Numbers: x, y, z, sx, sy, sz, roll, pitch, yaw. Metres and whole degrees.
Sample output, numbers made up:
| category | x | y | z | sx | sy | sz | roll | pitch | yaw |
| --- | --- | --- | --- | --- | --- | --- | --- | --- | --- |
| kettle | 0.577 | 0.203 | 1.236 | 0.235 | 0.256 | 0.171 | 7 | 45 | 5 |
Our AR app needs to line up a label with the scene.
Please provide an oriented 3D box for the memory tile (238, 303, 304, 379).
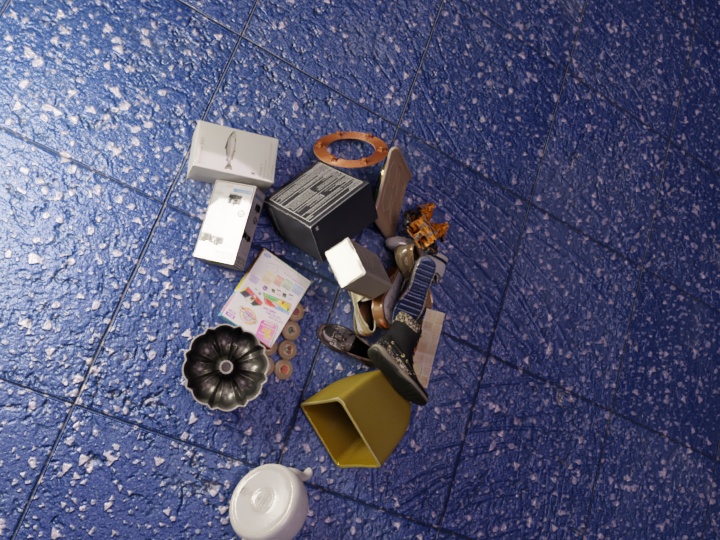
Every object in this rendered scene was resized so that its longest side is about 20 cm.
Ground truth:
| category | x | y | z | sx | sy | sz | roll | pitch | yaw |
| --- | --- | --- | --- | --- | --- | --- | --- | --- | --- |
| memory tile | -0.227 | 0.166 | 1.594 | 0.152 | 0.017 | 0.202 | 15 | 77 | -21 |

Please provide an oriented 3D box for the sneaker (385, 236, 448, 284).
| category | x | y | z | sx | sy | sz | roll | pitch | yaw |
| --- | --- | --- | --- | --- | --- | --- | --- | --- | --- |
| sneaker | 0.153 | -0.032 | 1.762 | 0.199 | 0.076 | 0.081 | 24 | 82 | -18 |

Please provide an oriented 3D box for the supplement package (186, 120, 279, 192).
| category | x | y | z | sx | sy | sz | roll | pitch | yaw |
| --- | --- | --- | --- | --- | --- | --- | --- | --- | --- |
| supplement package | -0.315 | -0.276 | 1.562 | 0.198 | 0.117 | 0.118 | 9 | 80 | -22 |

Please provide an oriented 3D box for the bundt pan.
| category | x | y | z | sx | sy | sz | roll | pitch | yaw |
| --- | --- | --- | --- | --- | --- | --- | --- | --- | --- |
| bundt pan | -0.319 | 0.229 | 1.500 | 0.200 | 0.076 | 0.204 | 2 | 82 | -13 |

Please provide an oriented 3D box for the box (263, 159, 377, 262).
| category | x | y | z | sx | sy | sz | roll | pitch | yaw |
| --- | --- | --- | --- | --- | --- | --- | --- | --- | --- |
| box | -0.098 | -0.152 | 1.583 | 0.200 | 0.198 | 0.124 | -39 | 135 | -22 |

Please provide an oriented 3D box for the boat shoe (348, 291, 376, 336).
| category | x | y | z | sx | sy | sz | roll | pitch | yaw |
| --- | --- | --- | --- | --- | --- | --- | --- | --- | --- |
| boat shoe | 0.012 | 0.073 | 1.684 | 0.074 | 0.068 | 0.202 | -8 | 86 | -25 |

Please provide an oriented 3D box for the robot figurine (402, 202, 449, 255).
| category | x | y | z | sx | sy | sz | roll | pitch | yaw |
| --- | --- | --- | --- | --- | --- | --- | --- | --- | --- |
| robot figurine | 0.182 | -0.120 | 1.734 | 0.145 | 0.058 | 0.200 | 53 | 25 | -4 |

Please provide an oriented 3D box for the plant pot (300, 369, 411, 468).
| category | x | y | z | sx | sy | sz | roll | pitch | yaw |
| --- | --- | --- | --- | --- | --- | --- | --- | --- | --- |
| plant pot | 0.011 | 0.350 | 1.584 | 0.200 | 0.195 | 0.195 | -35 | 97 | -36 |

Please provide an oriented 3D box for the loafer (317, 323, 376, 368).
| category | x | y | z | sx | sy | sz | roll | pitch | yaw |
| --- | --- | --- | --- | --- | --- | --- | --- | --- | --- |
| loafer | -0.017 | 0.194 | 1.657 | 0.199 | 0.063 | 0.072 | 31 | 71 | -17 |

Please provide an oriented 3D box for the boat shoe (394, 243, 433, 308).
| category | x | y | z | sx | sy | sz | roll | pitch | yaw |
| --- | --- | --- | --- | --- | --- | --- | --- | --- | --- |
| boat shoe | 0.156 | 0.021 | 1.704 | 0.071 | 0.064 | 0.201 | -45 | 117 | -44 |

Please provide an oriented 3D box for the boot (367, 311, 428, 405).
| category | x | y | z | sx | sy | sz | roll | pitch | yaw |
| --- | --- | --- | --- | --- | --- | --- | --- | --- | --- |
| boot | 0.124 | 0.217 | 1.571 | 0.204 | 0.073 | 0.154 | 48 | 52 | -13 |

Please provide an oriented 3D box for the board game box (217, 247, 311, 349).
| category | x | y | z | sx | sy | sz | roll | pitch | yaw |
| --- | --- | --- | --- | --- | --- | --- | --- | --- | --- |
| board game box | -0.235 | 0.070 | 1.573 | 0.153 | 0.040 | 0.201 | 37 | 70 | -15 |

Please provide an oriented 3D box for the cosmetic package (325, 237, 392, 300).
| category | x | y | z | sx | sy | sz | roll | pitch | yaw |
| --- | --- | --- | --- | --- | --- | --- | --- | --- | --- |
| cosmetic package | 0.000 | 0.000 | 1.562 | 0.073 | 0.200 | 0.104 | -31 | 68 | 14 |

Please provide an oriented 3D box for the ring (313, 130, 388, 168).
| category | x | y | z | sx | sy | sz | roll | pitch | yaw |
| --- | --- | --- | --- | --- | --- | --- | --- | --- | --- |
| ring | -0.025 | -0.326 | 1.674 | 0.199 | 0.201 | 0.019 | -18 | 133 | -25 |

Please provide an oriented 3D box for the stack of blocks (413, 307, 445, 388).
| category | x | y | z | sx | sy | sz | roll | pitch | yaw |
| --- | --- | --- | --- | --- | --- | --- | --- | --- | --- |
| stack of blocks | 0.152 | 0.199 | 1.685 | 0.058 | 0.115 | 0.202 | 16 | 87 | -20 |

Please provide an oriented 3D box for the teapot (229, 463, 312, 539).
| category | x | y | z | sx | sy | sz | roll | pitch | yaw |
| --- | --- | --- | --- | --- | --- | --- | --- | --- | --- |
| teapot | -0.201 | 0.565 | 1.479 | 0.199 | 0.198 | 0.147 | -25 | 134 | 2 |

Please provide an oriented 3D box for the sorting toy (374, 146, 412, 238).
| category | x | y | z | sx | sy | sz | roll | pitch | yaw |
| --- | --- | --- | --- | --- | --- | --- | --- | --- | --- |
| sorting toy | 0.079 | -0.208 | 1.717 | 0.036 | 0.185 | 0.202 | 13 | 75 | 22 |

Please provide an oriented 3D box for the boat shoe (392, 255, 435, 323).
| category | x | y | z | sx | sy | sz | roll | pitch | yaw |
| --- | --- | --- | --- | --- | --- | --- | --- | --- | --- |
| boat shoe | 0.138 | 0.057 | 1.646 | 0.072 | 0.072 | 0.201 | 25 | 97 | -11 |

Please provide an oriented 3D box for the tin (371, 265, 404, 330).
| category | x | y | z | sx | sy | sz | roll | pitch | yaw |
| --- | --- | --- | --- | --- | --- | --- | --- | --- | --- |
| tin | 0.096 | 0.071 | 1.702 | 0.112 | 0.042 | 0.201 | 57 | 45 | -32 |

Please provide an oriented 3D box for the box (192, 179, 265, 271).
| category | x | y | z | sx | sy | sz | roll | pitch | yaw |
| --- | --- | --- | --- | --- | --- | --- | --- | --- | --- |
| box | -0.316 | -0.109 | 1.535 | 0.116 | 0.060 | 0.202 | 12 | 79 | 16 |
